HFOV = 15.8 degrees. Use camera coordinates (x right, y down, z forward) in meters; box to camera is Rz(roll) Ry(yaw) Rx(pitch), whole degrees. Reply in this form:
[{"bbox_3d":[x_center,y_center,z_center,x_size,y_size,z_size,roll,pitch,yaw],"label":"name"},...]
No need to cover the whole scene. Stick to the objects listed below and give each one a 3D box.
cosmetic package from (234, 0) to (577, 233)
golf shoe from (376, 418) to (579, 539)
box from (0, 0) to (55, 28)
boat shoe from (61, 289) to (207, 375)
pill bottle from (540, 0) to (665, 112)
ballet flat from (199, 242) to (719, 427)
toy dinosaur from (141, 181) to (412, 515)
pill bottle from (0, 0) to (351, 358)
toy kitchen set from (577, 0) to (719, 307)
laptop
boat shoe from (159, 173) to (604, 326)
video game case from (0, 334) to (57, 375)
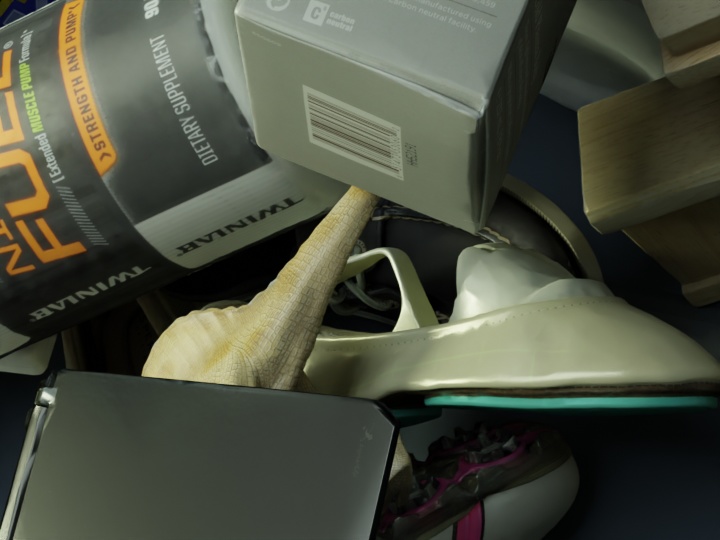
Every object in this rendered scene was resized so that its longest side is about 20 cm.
[{"bbox_3d":[0.037,-0.128,0.795,0.090,0.107,0.201,23,75,10],"label":"cosmetic package"},{"bbox_3d":[-0.002,0.129,0.872,0.200,0.092,0.073,-37,12,-8],"label":"golf shoe"},{"bbox_3d":[-0.150,-0.117,0.999,0.064,0.070,0.200,37,73,26],"label":"box"},{"bbox_3d":[-0.073,0.072,0.956,0.072,0.065,0.201,-33,48,17],"label":"boat shoe"},{"bbox_3d":[0.117,-0.158,0.915,0.112,0.112,0.201,14,73,42],"label":"pill bottle"},{"bbox_3d":[0.026,0.022,0.847,0.199,0.069,0.070,-8,59,33],"label":"ballet flat"},{"bbox_3d":[-0.033,0.043,0.815,0.200,0.058,0.101,-55,49,13],"label":"toy dinosaur"},{"bbox_3d":[-0.109,-0.033,0.908,0.199,0.106,0.107,-24,52,20],"label":"pill bottle"},{"bbox_3d":[0.154,-0.014,0.764,0.199,0.163,0.181,-20,54,28],"label":"toy kitchen set"},{"bbox_3d":[-0.070,0.130,0.772,0.103,0.200,0.178,15,74,-4],"label":"laptop"},{"bbox_3d":[0.000,0.000,0.927,0.199,0.073,0.063,12,42,45],"label":"boat shoe"},{"bbox_3d":[-0.185,-0.058,1.028,0.181,0.024,0.201,5,61,15],"label":"video game case"}]
